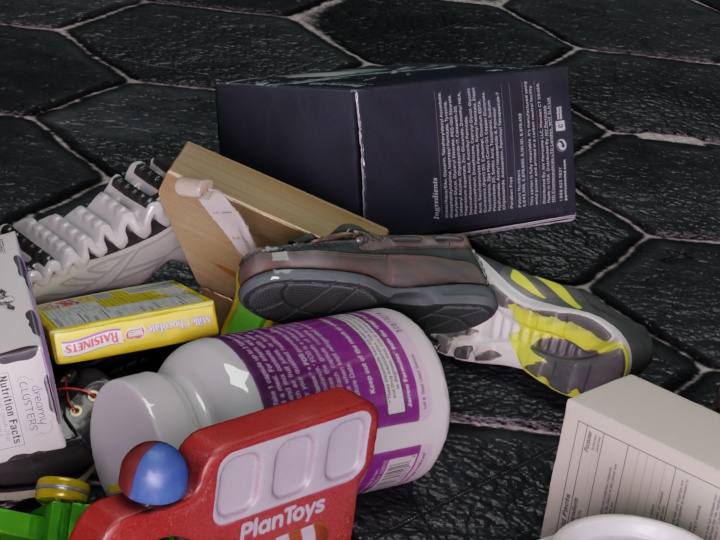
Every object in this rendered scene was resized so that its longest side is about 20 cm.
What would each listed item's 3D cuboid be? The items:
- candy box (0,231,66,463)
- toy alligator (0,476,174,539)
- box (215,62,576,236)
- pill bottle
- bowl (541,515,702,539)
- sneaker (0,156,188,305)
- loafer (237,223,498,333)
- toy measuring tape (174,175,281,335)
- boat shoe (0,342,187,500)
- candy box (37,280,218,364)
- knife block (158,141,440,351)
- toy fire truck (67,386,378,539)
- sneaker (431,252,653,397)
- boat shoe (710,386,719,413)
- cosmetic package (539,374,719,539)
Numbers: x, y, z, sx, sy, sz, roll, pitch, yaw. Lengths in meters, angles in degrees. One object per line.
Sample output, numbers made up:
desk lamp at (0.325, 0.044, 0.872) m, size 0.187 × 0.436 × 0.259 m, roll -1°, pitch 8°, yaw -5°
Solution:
candy box at (-0.285, 0.061, 1.360) m, size 0.200 × 0.072 × 0.168 m, roll -14°, pitch 26°, yaw -8°
toy alligator at (-0.121, 0.154, 1.284) m, size 0.200 × 0.059 × 0.054 m, roll 6°, pitch -18°, yaw -3°
box at (0.025, -0.090, 1.746) m, size 0.197 × 0.124 × 0.200 m, roll -11°, pitch 11°, yaw -33°
pill bottle at (-0.055, 0.089, 1.374) m, size 0.200 × 0.112 × 0.112 m, roll -9°, pitch 28°, yaw -35°
bowl at (0.141, 0.191, 1.210) m, size 0.201 × 0.090 × 0.201 m, roll 8°, pitch 23°, yaw -3°
sneaker at (-0.196, -0.004, 1.608) m, size 0.200 × 0.081 × 0.075 m, roll -25°, pitch 39°, yaw -20°
loafer at (0.000, 0.000, 1.459) m, size 0.200 × 0.072 × 0.063 m, roll 8°, pitch 61°, yaw -41°
toy measuring tape at (-0.073, 0.027, 1.466) m, size 0.074 × 0.200 × 0.074 m, roll -18°, pitch 43°, yaw 18°
boat shoe at (-0.171, 0.088, 1.410) m, size 0.074 × 0.063 × 0.201 m, roll 27°, pitch 31°, yaw 36°
candy box at (-0.155, 0.031, 1.482) m, size 0.102 × 0.026 × 0.200 m, roll -13°, pitch 6°, yaw -10°
knife block at (-0.020, -0.011, 1.553) m, size 0.176 × 0.200 × 0.064 m, roll -19°, pitch 18°, yaw 15°
toy fire truck at (-0.081, 0.150, 1.151) m, size 0.200 × 0.168 × 0.112 m, roll -13°, pitch 30°, yaw -40°
sneaker at (0.116, 0.038, 1.624) m, size 0.200 × 0.074 × 0.085 m, roll 28°, pitch 17°, yaw 32°
boat shoe at (0.319, 0.123, 1.479) m, size 0.200 × 0.060 × 0.072 m, roll 16°, pitch 24°, yaw 19°
cosmetic package at (0.209, 0.148, 1.334) m, size 0.200 × 0.104 × 0.073 m, roll 27°, pitch 28°, yaw 35°
